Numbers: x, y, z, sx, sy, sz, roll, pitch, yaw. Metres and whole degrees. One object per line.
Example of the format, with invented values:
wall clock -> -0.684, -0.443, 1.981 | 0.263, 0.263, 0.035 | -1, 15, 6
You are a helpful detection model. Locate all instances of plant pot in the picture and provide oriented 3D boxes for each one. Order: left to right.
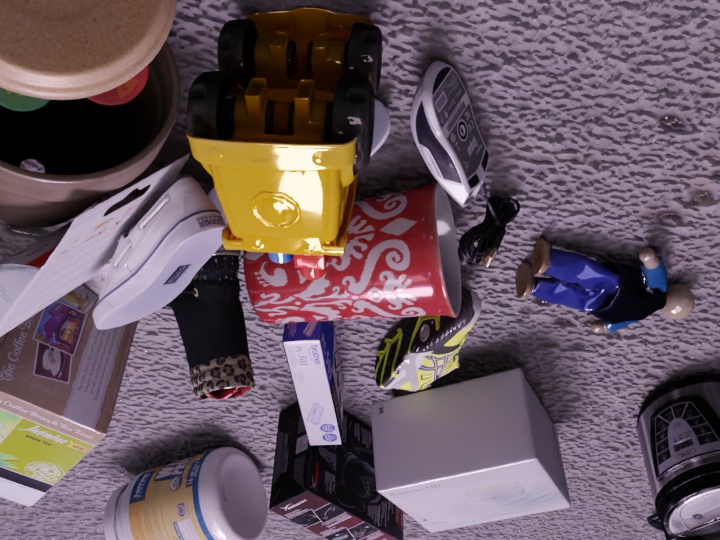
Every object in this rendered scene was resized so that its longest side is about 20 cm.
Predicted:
plant pot -> -0.271, -0.126, 0.721 | 0.199, 0.201, 0.173 | 21, 150, -18

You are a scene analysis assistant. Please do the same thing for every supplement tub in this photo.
supplement tub -> -0.250, 0.345, 1.212 | 0.199, 0.145, 0.145 | -20, 132, 21

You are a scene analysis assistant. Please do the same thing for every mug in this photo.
mug -> -0.002, 0.006, 0.872 | 0.199, 0.134, 0.178 | -7, 133, 14

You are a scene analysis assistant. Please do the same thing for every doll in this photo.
doll -> 0.279, 0.019, 0.931 | 0.199, 0.049, 0.137 | 14, 135, -12

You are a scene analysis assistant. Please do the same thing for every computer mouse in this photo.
computer mouse -> 0.090, -0.102, 0.795 | 0.044, 0.110, 0.200 | -3, 128, 37

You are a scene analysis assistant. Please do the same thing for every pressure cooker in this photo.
pressure cooker -> 0.450, 0.252, 1.058 | 0.178, 0.201, 0.176 | 0, 137, 3

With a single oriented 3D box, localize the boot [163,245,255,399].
boot -> -0.167, 0.060, 0.876 | 0.073, 0.155, 0.203 | -4, 167, -28

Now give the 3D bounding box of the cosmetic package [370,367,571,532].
cosmetic package -> 0.143, 0.237, 1.082 | 0.199, 0.123, 0.200 | -16, 143, 18

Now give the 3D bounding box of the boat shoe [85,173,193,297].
boat shoe -> -0.242, -0.038, 0.872 | 0.069, 0.071, 0.200 | 33, 127, -20

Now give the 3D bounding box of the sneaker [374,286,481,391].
sneaker -> 0.089, 0.079, 0.992 | 0.076, 0.076, 0.200 | 13, 145, -22

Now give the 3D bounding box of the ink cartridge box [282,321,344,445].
ink cartridge box -> -0.052, 0.112, 1.004 | 0.044, 0.094, 0.201 | -4, 136, 5

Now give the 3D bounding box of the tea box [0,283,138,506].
tea box -> -0.359, 0.118, 0.943 | 0.133, 0.201, 0.197 | 29, 130, -25

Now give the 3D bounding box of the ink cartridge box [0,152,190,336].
ink cartridge box -> -0.256, -0.032, 0.748 | 0.050, 0.162, 0.200 | 45, 125, -1

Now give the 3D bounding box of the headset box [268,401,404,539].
headset box -> -0.020, 0.280, 1.137 | 0.077, 0.149, 0.200 | -31, 128, 30

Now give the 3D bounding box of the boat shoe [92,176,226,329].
boat shoe -> -0.194, -0.013, 0.790 | 0.200, 0.066, 0.073 | -37, 163, 33

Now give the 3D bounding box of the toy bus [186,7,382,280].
toy bus -> -0.050, -0.097, 0.707 | 0.135, 0.201, 0.193 | 2, 134, 7

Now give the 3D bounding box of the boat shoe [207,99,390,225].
boat shoe -> -0.056, -0.095, 0.812 | 0.200, 0.070, 0.066 | -36, 172, 8

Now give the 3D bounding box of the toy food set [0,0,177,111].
toy food set -> -0.232, -0.218, 0.627 | 0.198, 0.201, 0.049 | 33, 164, -21
